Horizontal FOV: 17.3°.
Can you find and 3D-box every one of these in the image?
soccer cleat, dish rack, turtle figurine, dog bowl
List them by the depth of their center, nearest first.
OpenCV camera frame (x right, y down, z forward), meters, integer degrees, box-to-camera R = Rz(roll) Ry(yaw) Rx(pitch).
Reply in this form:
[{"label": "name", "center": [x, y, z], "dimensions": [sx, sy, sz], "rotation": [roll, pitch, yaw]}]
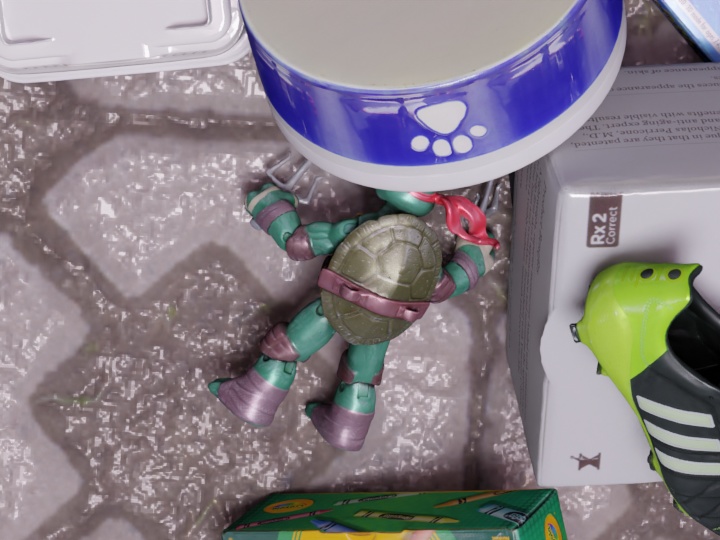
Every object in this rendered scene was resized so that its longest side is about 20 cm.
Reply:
[{"label": "soccer cleat", "center": [0.183, 0.073, 1.219], "dimensions": [0.081, 0.068, 0.200], "rotation": [-8, 132, 38]}, {"label": "dog bowl", "center": [0.038, -0.142, 1.244], "dimensions": [0.199, 0.201, 0.079], "rotation": [-19, 141, -1]}, {"label": "dish rack", "center": [-0.144, -0.202, 1.284], "dimensions": [0.171, 0.044, 0.201], "rotation": [-5, 104, 5]}, {"label": "turtle figurine", "center": [0.000, 0.000, 1.333], "dimensions": [0.149, 0.101, 0.201], "rotation": [24, 105, -10]}]

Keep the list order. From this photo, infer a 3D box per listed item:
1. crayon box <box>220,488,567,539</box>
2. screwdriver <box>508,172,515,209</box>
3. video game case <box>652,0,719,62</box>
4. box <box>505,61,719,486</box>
[{"label": "crayon box", "center": [0.027, 0.190, 1.344], "dimensions": [0.199, 0.058, 0.119], "rotation": [-5, 107, 33]}, {"label": "screwdriver", "center": [0.097, -0.110, 1.347], "dimensions": [0.029, 0.028, 0.201], "rotation": [5, 107, 23]}, {"label": "video game case", "center": [0.252, -0.193, 1.336], "dimensions": [0.181, 0.045, 0.200], "rotation": [-42, 103, 4]}, {"label": "box", "center": [0.188, 0.000, 1.299], "dimensions": [0.199, 0.131, 0.200], "rotation": [-2, 125, -5]}]
